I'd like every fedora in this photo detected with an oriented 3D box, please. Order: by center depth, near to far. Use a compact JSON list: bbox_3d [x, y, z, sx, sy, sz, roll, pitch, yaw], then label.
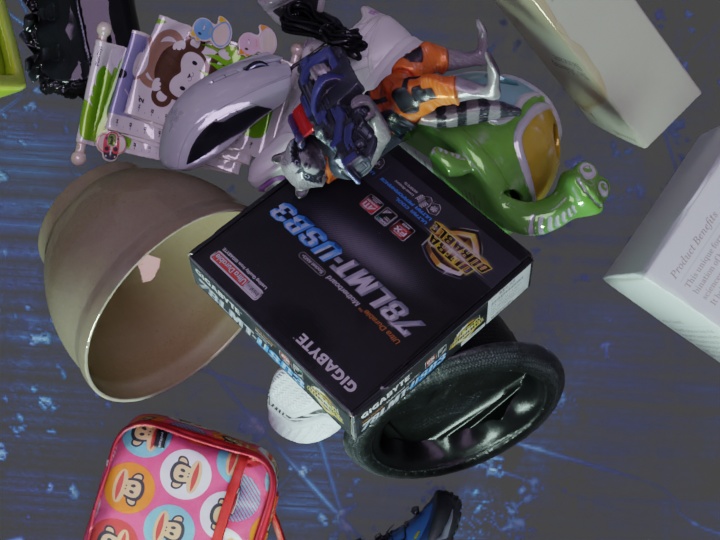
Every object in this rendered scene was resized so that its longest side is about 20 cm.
[{"bbox_3d":[0.073,0.097,1.162,0.199,0.201,0.092,-16,53,0],"label":"fedora"}]

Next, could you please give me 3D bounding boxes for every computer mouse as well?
[{"bbox_3d":[-0.096,-0.160,1.144,0.200,0.110,0.044,-38,133,-5],"label":"computer mouse"}]

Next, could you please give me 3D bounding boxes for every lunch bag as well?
[{"bbox_3d":[-0.152,0.239,1.178,0.175,0.082,0.201,17,90,-3],"label":"lunch bag"}]

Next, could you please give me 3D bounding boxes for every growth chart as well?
[{"bbox_3d":[-0.150,-0.155,1.186,0.199,0.018,0.146,5,97,-20],"label":"growth chart"}]

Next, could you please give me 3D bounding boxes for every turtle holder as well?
[{"bbox_3d":[0.111,-0.101,1.138,0.132,0.185,0.141,-39,112,-19],"label":"turtle holder"}]

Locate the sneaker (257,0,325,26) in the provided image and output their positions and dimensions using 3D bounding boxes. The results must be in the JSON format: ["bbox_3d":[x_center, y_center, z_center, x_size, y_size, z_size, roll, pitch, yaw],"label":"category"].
[{"bbox_3d":[-0.079,-0.316,1.196,0.075,0.081,0.201,-16,109,14],"label":"sneaker"}]

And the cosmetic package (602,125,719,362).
[{"bbox_3d":[0.346,-0.005,1.138,0.200,0.166,0.168,35,88,1],"label":"cosmetic package"}]

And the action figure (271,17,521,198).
[{"bbox_3d":[0.023,-0.110,1.037,0.193,0.200,0.105,-26,125,12],"label":"action figure"}]

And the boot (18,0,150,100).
[{"bbox_3d":[-0.212,-0.243,1.195,0.197,0.073,0.164,-7,88,3],"label":"boot"}]

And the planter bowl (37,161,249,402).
[{"bbox_3d":[-0.189,-0.007,1.141,0.135,0.200,0.200,41,88,27],"label":"planter bowl"}]

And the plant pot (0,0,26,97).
[{"bbox_3d":[-0.430,-0.219,1.127,0.181,0.200,0.200,-18,88,24],"label":"plant pot"}]

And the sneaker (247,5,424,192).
[{"bbox_3d":[-0.033,-0.152,1.201,0.200,0.075,0.100,-43,75,-5],"label":"sneaker"}]

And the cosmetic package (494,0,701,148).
[{"bbox_3d":[0.190,-0.206,1.136,0.073,0.104,0.200,-44,117,-1],"label":"cosmetic package"}]

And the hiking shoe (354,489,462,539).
[{"bbox_3d":[0.008,0.264,1.175,0.087,0.074,0.200,40,89,1],"label":"hiking shoe"}]

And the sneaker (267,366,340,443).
[{"bbox_3d":[-0.017,0.058,1.186,0.075,0.115,0.201,26,123,2],"label":"sneaker"}]

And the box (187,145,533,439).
[{"bbox_3d":[0.000,0.000,1.066,0.198,0.050,0.200,-38,64,-21],"label":"box"}]
